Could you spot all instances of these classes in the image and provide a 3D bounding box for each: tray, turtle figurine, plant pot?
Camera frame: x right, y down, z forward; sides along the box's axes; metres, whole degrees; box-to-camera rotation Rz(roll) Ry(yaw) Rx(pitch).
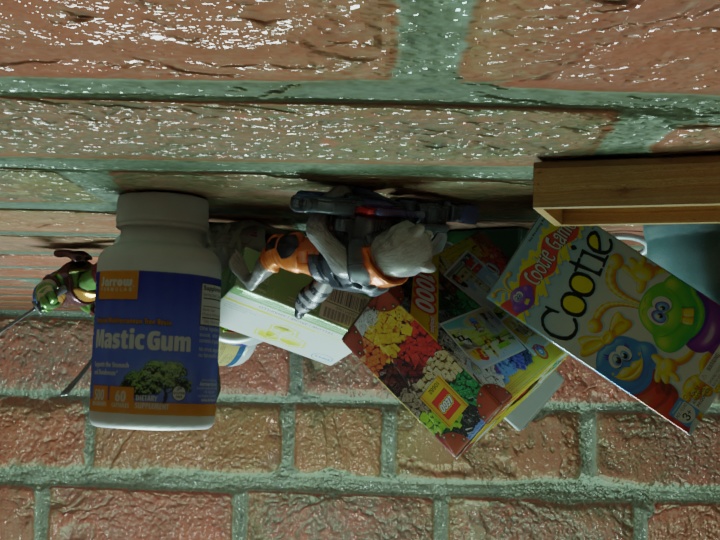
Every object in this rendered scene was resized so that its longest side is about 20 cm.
[{"bbox_3d":[0.228,-0.056,0.825,0.197,0.038,0.099,-1,174,19],"label":"tray"},{"bbox_3d":[-0.334,0.054,1.453,0.192,0.145,0.201,-21,-151,25],"label":"turtle figurine"},{"bbox_3d":[0.364,0.021,1.093,0.197,0.136,0.200,2,175,0],"label":"plant pot"}]

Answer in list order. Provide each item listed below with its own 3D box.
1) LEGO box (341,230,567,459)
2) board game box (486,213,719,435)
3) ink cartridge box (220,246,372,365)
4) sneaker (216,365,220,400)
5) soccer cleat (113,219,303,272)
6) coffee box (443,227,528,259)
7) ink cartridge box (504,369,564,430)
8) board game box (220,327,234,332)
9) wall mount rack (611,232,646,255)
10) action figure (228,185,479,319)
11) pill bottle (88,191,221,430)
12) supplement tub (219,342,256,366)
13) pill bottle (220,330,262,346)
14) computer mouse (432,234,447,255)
[{"bbox_3d":[0.100,0.062,1.083,0.199,0.149,0.077,-27,158,-55],"label":"LEGO box"},{"bbox_3d":[0.221,0.039,1.000,0.199,0.104,0.105,34,-177,13],"label":"board game box"},{"bbox_3d":[-0.087,0.052,1.157,0.144,0.048,0.200,21,152,-18],"label":"ink cartridge box"},{"bbox_3d":[-0.185,0.080,1.165,0.070,0.201,0.098,-31,138,-12],"label":"sneaker"},{"bbox_3d":[-0.144,-0.026,1.156,0.198,0.071,0.086,0,165,-37],"label":"soccer cleat"},{"bbox_3d":[0.088,0.021,1.245,0.198,0.125,0.044,-4,172,31],"label":"coffee box"},{"bbox_3d":[0.120,0.075,1.357,0.145,0.084,0.200,42,180,-40],"label":"ink cartridge box"},{"bbox_3d":[-0.064,0.020,1.309,0.198,0.103,0.048,6,-168,-32],"label":"board game box"},{"bbox_3d":[0.248,0.026,1.286,0.173,0.075,0.199,23,154,-34],"label":"wall mount rack"},{"bbox_3d":[0.008,-0.013,0.990,0.198,0.106,0.193,1,177,-32],"label":"action figure"},{"bbox_3d":[-0.179,0.037,1.032,0.110,0.203,0.112,1,175,0],"label":"pill bottle"},{"bbox_3d":[-0.251,0.058,1.626,0.198,0.147,0.144,5,174,-32],"label":"supplement tub"},{"bbox_3d":[-0.149,0.035,1.475,0.118,0.121,0.200,1,175,-1],"label":"pill bottle"},{"bbox_3d":[0.000,0.000,1.177,0.197,0.044,0.110,-12,154,-13],"label":"computer mouse"}]
